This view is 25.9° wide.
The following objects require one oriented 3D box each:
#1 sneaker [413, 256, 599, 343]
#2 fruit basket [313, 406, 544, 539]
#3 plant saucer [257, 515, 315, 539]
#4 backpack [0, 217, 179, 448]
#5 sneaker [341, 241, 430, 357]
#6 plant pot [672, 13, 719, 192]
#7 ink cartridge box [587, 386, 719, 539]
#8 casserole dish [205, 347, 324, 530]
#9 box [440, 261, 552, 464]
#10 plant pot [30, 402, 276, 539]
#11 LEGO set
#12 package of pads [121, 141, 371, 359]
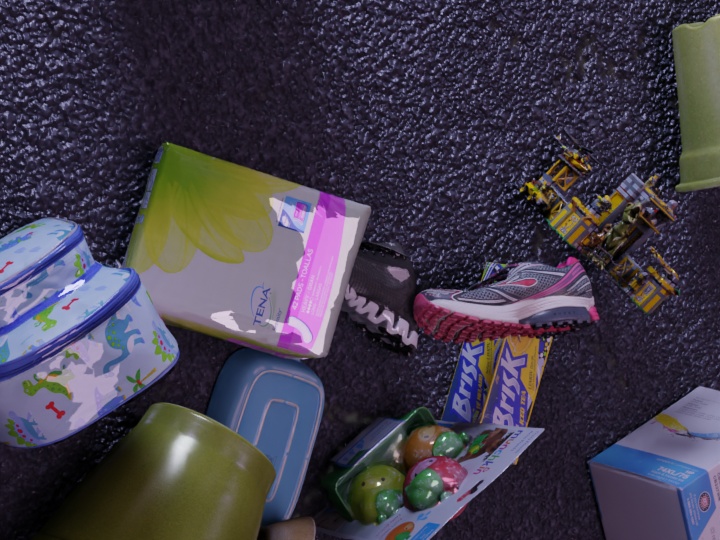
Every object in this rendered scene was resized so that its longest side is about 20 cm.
[{"bbox_3d":[0.142,0.030,1.570,0.200,0.081,0.075,-1,73,-27],"label":"sneaker"},{"bbox_3d":[0.056,0.198,1.513,0.185,0.200,0.094,-39,102,-25],"label":"fruit basket"},{"bbox_3d":[-0.105,0.307,1.425,0.035,0.200,0.200,28,78,-11],"label":"plant saucer"},{"bbox_3d":[-0.259,0.051,1.257,0.183,0.200,0.147,-36,116,-27],"label":"backpack"},{"bbox_3d":[0.000,0.000,1.530,0.200,0.066,0.091,39,69,-36],"label":"sneaker"},{"bbox_3d":[0.432,-0.198,1.759,0.200,0.200,0.185,-16,93,-34],"label":"plant pot"},{"bbox_3d":[0.392,0.250,1.799,0.200,0.146,0.147,-28,112,-31],"label":"ink cartridge box"},{"bbox_3d":[-0.095,0.168,1.496,0.121,0.039,0.200,20,85,-36],"label":"casserole dish"},{"bbox_3d":[0.148,0.097,1.649,0.070,0.064,0.200,20,84,-36],"label":"box"},{"bbox_3d":[-0.172,0.226,1.359,0.200,0.200,0.193,43,64,-32],"label":"plant pot"},{"bbox_3d":[0.277,-0.061,1.666,0.200,0.154,0.116,40,100,-22],"label":"LEGO set"},{"bbox_3d":[-0.107,-0.011,1.405,0.200,0.068,0.155,18,84,-11],"label":"package of pads"}]
